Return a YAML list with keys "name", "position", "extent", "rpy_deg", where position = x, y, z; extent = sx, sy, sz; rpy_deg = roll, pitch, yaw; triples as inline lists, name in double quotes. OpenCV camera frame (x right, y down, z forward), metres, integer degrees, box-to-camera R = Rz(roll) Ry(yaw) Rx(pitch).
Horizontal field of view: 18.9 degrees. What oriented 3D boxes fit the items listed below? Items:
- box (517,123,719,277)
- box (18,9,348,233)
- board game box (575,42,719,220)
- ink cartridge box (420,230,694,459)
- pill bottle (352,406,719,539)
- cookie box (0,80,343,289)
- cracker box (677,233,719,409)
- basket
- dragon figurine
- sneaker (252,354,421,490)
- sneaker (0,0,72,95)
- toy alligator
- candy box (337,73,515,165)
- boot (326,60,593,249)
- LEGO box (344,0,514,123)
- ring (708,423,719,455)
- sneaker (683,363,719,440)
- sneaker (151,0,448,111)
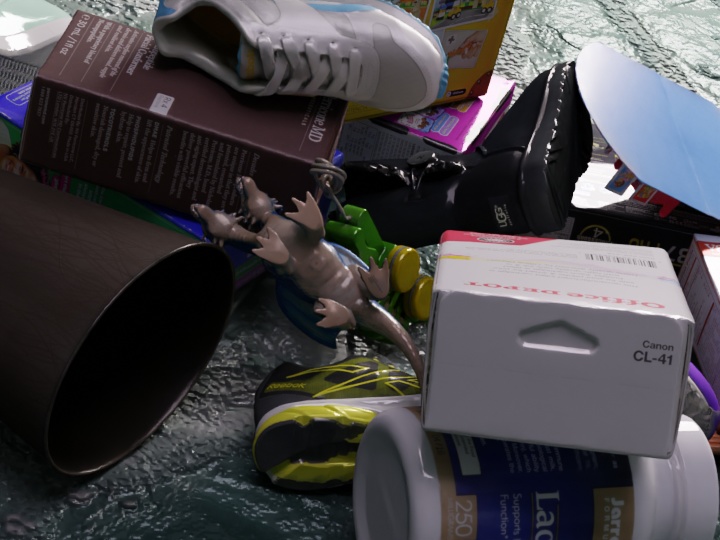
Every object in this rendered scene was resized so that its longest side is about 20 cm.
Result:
- name: "box"
  position: [0.206, -0.054, 1.636]
  extent: [0.198, 0.049, 0.162]
  rpy_deg: [11, 30, -3]
- name: "box"
  position: [-0.116, -0.094, 1.441]
  extent: [0.198, 0.075, 0.100]
  rpy_deg: [18, 34, -1]
- name: "board game box"
  position: [0.223, -0.082, 1.586]
  extent: [0.199, 0.039, 0.159]
  rpy_deg: [23, 36, -30]
- name: "ink cartridge box"
  position: [0.111, 0.038, 1.266]
  extent: [0.146, 0.086, 0.200]
  rpy_deg: [6, 13, 4]
- name: "pill bottle"
  position: [0.104, 0.136, 1.289]
  extent: [0.198, 0.116, 0.116]
  rpy_deg: [-1, 37, -20]
- name: "cookie box"
  position: [-0.142, -0.069, 1.525]
  extent: [0.199, 0.076, 0.171]
  rpy_deg: [31, 37, 21]
- name: "cracker box"
  position: [0.304, 0.061, 1.486]
  extent: [0.133, 0.058, 0.201]
  rpy_deg: [7, 37, -13]
- name: "basket"
  position: [-0.210, 0.013, 1.342]
  extent: [0.199, 0.137, 0.180]
  rpy_deg: [26, 46, 24]
- name: "dragon figurine"
  position: [-0.021, 0.009, 1.348]
  extent: [0.200, 0.099, 0.059]
  rpy_deg: [41, 82, 3]
- name: "sneaker"
  position: [0.026, 0.086, 1.367]
  extent: [0.198, 0.075, 0.085]
  rpy_deg: [2, 36, -16]
- name: "sneaker"
  position: [-0.309, -0.174, 1.613]
  extent: [0.118, 0.074, 0.200]
  rpy_deg: [36, 30, 19]
- name: "toy alligator"
  position: [0.000, 0.000, 1.426]
  extent: [0.059, 0.200, 0.055]
  rpy_deg: [15, 68, 30]
- name: "candy box"
  position: [0.004, -0.130, 1.675]
  extent: [0.199, 0.061, 0.136]
  rpy_deg: [23, 34, 11]
- name: "boot"
  position: [0.071, -0.078, 1.537]
  extent: [0.167, 0.077, 0.201]
  rpy_deg: [-7, 29, 20]
- name: "LEGO box"
  position: [0.019, -0.195, 1.578]
  extent: [0.199, 0.150, 0.077]
  rpy_deg: [-14, 42, -40]
- name: "ring"
  position: [0.216, 0.064, 1.516]
  extent: [0.199, 0.019, 0.201]
  rpy_deg: [10, 34, -7]
- name: "sneaker"
  position: [0.174, 0.040, 1.457]
  extent: [0.200, 0.070, 0.099]
  rpy_deg: [36, 38, 28]
- name: "sneaker"
  position: [-0.040, -0.143, 1.423]
  extent: [0.198, 0.077, 0.081]
  rpy_deg: [18, 40, 12]
